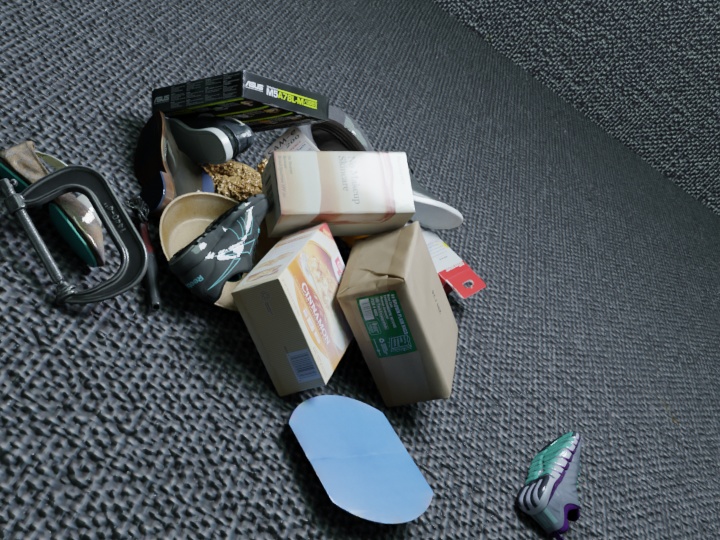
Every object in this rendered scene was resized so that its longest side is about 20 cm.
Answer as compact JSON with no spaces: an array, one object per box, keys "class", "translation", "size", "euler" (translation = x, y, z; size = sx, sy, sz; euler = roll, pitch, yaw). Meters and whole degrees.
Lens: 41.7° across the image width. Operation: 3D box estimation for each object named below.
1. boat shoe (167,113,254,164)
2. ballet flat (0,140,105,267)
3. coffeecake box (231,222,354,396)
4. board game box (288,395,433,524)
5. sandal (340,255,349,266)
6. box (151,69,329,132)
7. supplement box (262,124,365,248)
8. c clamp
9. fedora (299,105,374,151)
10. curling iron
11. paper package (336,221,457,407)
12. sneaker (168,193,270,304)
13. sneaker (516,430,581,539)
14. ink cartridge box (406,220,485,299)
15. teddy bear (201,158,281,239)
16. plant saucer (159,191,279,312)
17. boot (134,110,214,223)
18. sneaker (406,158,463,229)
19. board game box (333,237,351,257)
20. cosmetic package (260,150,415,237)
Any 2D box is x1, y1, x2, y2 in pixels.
[{"class":"boat shoe","translation":[-0.231,-0.196,1.414],"size":[0.060,0.076,0.200],"euler":[-29,33,-31]},{"class":"ballet flat","translation":[-0.366,-0.090,1.169],"size":[0.200,0.068,0.067],"euler":[44,62,8]},{"class":"coffeecake box","translation":[-0.076,0.046,1.256],"size":[0.154,0.073,0.200],"euler":[67,23,-16]},{"class":"board game box","translation":[-0.008,0.240,1.163],"size":[0.158,0.039,0.200],"euler":[3,39,-41]},{"class":"sandal","translation":[0.000,-0.001,1.485],"size":[0.200,0.075,0.048],"euler":[11,36,-41]},{"class":"box","translation":[-0.182,-0.253,1.447],"size":[0.193,0.200,0.048],"euler":[8,82,-51]},{"class":"supplement box","translation":[-0.052,-0.124,1.505],"size":[0.200,0.074,0.126],"euler":[47,2,19]},{"class":"c clamp","translation":[-0.352,-0.038,1.105],"size":[0.171,0.027,0.200],"euler":[-35,80,-19]},{"class":"fedora","translation":[-0.054,-0.193,1.684],"size":[0.177,0.090,0.200],"euler":[1,55,-47]},{"class":"curling iron","translation":[-0.281,-0.024,1.225],"size":[0.050,0.026,0.200],"euler":[65,5,-50]},{"class":"paper package","translation":[0.060,0.062,1.341],"size":[0.191,0.103,0.200],"euler":[-75,146,-60]},{"class":"sneaker","translation":[-0.173,-0.031,1.250],"size":[0.079,0.075,0.200],"euler":[53,43,-12]},{"class":"sneaker","translation":[0.293,0.317,1.392],"size":[0.088,0.074,0.200],"euler":[54,38,-2]},{"class":"ink cartridge box","translation":[0.111,-0.011,1.640],"size":[0.200,0.067,0.116],"euler":[45,28,13]},{"class":"teddy bear","translation":[-0.167,-0.118,1.419],"size":[0.145,0.067,0.200],"euler":[-23,54,-38]},{"class":"plant saucer","translation":[-0.190,-0.018,1.296],"size":[0.200,0.035,0.200],"euler":[25,42,-25]},{"class":"boot","translation":[-0.270,-0.142,1.382],"size":[0.097,0.075,0.200],"euler":[26,40,-39]},{"class":"sneaker","translation":[0.095,-0.141,1.643],"size":[0.200,0.071,0.099],"euler":[18,54,-26]},{"class":"board game box","translation":[-0.099,-0.071,1.518],"size":[0.200,0.032,0.120],"euler":[17,38,-36]},{"class":"cosmetic package","translation":[-0.033,-0.109,1.354],"size":[0.200,0.087,0.104],"euler":[-3,71,-21]}]
